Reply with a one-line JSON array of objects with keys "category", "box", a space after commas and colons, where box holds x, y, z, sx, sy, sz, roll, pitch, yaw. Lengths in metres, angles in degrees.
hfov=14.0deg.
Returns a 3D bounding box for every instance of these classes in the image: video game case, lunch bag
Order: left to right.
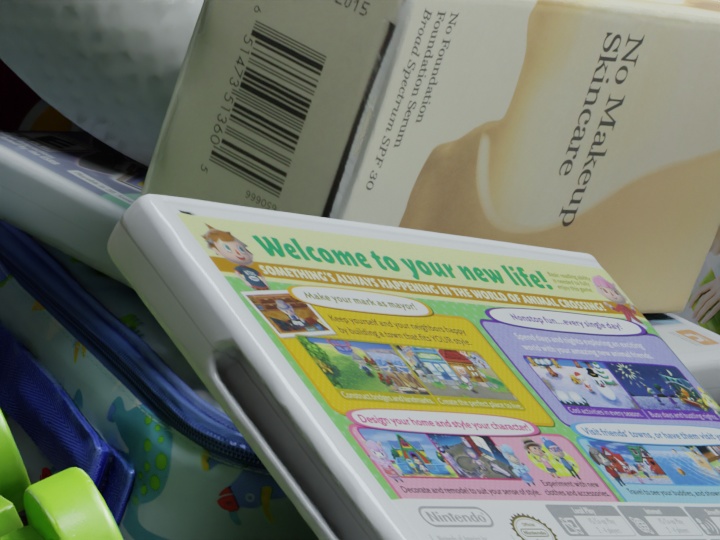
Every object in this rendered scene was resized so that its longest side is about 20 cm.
[{"category": "lunch bag", "box": [-0.030, 0.047, 0.912, 0.160, 0.083, 0.200, 9, 16, -30]}, {"category": "video game case", "box": [0.000, 0.000, 0.912, 0.199, 0.023, 0.182, 26, 15, 31]}, {"category": "video game case", "box": [0.051, 0.056, 0.739, 0.200, 0.022, 0.182, 6, 39, -52]}]

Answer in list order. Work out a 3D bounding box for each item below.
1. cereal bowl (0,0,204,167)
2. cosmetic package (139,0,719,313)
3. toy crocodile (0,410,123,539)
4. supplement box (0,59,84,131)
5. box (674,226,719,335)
[{"category": "cereal bowl", "box": [-0.036, -0.124, 0.931, 0.199, 0.083, 0.201, 19, 47, -22]}, {"category": "cosmetic package", "box": [0.035, -0.044, 0.870, 0.071, 0.106, 0.200, 30, 19, 34]}, {"category": "toy crocodile", "box": [-0.103, 0.076, 0.734, 0.067, 0.062, 0.200, -24, 25, -17]}, {"category": "supplement box", "box": [-0.098, -0.085, 1.068, 0.110, 0.201, 0.086, 13, 14, -27]}, {"category": "box", "box": [0.111, -0.022, 1.111, 0.200, 0.060, 0.117, 31, 9, -41]}]
